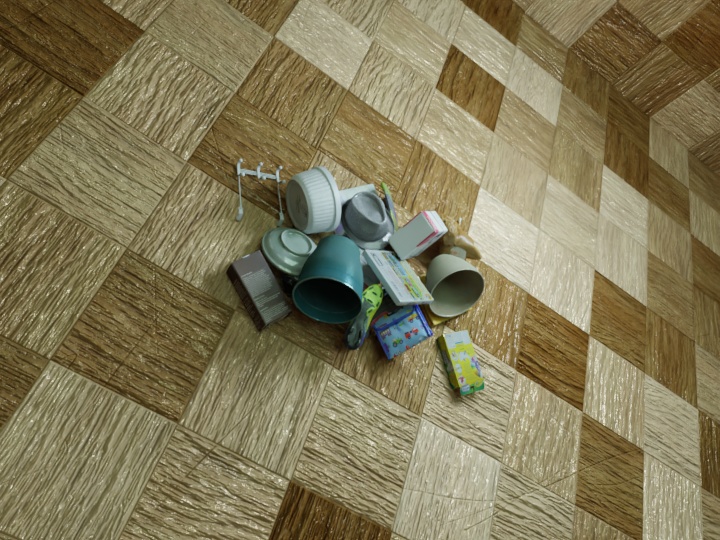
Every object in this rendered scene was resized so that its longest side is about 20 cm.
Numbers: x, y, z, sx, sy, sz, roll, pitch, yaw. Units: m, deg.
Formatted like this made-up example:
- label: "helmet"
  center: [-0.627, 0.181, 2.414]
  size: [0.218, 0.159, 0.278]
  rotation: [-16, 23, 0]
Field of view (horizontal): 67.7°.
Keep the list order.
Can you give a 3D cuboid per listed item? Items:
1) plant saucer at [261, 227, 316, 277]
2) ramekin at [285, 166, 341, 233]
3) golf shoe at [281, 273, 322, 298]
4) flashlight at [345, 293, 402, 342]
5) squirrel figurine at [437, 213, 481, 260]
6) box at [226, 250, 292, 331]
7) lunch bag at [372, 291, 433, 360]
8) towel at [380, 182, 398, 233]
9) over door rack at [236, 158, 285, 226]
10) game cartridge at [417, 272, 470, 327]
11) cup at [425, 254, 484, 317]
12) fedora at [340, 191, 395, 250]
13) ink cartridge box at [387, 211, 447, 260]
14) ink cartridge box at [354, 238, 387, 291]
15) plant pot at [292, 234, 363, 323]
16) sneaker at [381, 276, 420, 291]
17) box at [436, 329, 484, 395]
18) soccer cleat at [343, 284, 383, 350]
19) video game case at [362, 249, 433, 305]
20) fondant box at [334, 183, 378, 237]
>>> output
- label: "plant saucer"
  center: [-0.197, -0.070, 1.607]
  size: [0.196, 0.051, 0.202]
  rotation: [22, 36, -17]
- label: "ramekin"
  center: [-0.152, -0.211, 1.651]
  size: [0.103, 0.200, 0.204]
  rotation: [-16, 76, -29]
- label: "golf shoe"
  center: [-0.148, 0.056, 1.612]
  size: [0.198, 0.077, 0.096]
  rotation: [37, 47, -21]
- label: "flashlight"
  center: [0.046, 0.145, 1.604]
  size: [0.069, 0.199, 0.068]
  rotation: [55, 14, 13]
- label: "squirrel figurine"
  center: [0.323, -0.131, 1.902]
  size: [0.201, 0.139, 0.189]
  rotation: [51, 26, -29]
- label: "box"
  center: [-0.288, 0.058, 1.525]
  size: [0.099, 0.075, 0.203]
  rotation: [-26, 84, -35]
- label: "lunch bag"
  center: [0.112, 0.147, 1.657]
  size: [0.203, 0.148, 0.094]
  rotation: [62, 10, 9]
- label: "towel"
  center: [0.107, -0.187, 1.842]
  size: [0.022, 0.144, 0.205]
  rotation: [-14, 73, 10]
- label: "over door rack"
  center: [-0.306, -0.247, 1.657]
  size: [0.144, 0.067, 0.205]
  rotation: [6, 65, -27]
- label: "game cartridge"
  center: [0.281, 0.085, 1.870]
  size: [0.197, 0.032, 0.180]
  rotation: [-16, 77, -37]
- label: "cup"
  center: [0.293, 0.031, 1.785]
  size: [0.196, 0.203, 0.145]
  rotation: [8, 35, -26]
- label: "fedora"
  center: [0.028, -0.173, 1.702]
  size: [0.174, 0.091, 0.202]
  rotation: [-26, 68, -24]
- label: "ink cartridge box"
  center: [0.189, -0.115, 1.734]
  size: [0.085, 0.144, 0.199]
  rotation: [54, 20, 8]
- label: "ink cartridge box"
  center: [0.000, 0.000, 1.697]
  size: [0.143, 0.084, 0.201]
  rotation: [38, 55, 4]
- label: "plant pot"
  center: [-0.078, 0.012, 1.513]
  size: [0.197, 0.200, 0.191]
  rotation: [25, 49, -17]
- label: "sneaker"
  center: [0.113, 0.065, 1.717]
  size: [0.196, 0.129, 0.081]
  rotation: [-15, 74, -34]
- label: "box"
  center: [0.337, 0.309, 1.788]
  size: [0.115, 0.048, 0.204]
  rotation: [-4, 68, -32]
- label: "soccer cleat"
  center: [0.005, 0.133, 1.550]
  size: [0.064, 0.084, 0.204]
  rotation: [25, 77, -1]
- label: "video game case"
  center: [0.113, 0.020, 1.611]
  size: [0.180, 0.023, 0.202]
  rotation: [2, 47, -50]
- label: "fondant box"
  center: [-0.016, -0.200, 1.809]
  size: [0.197, 0.058, 0.147]
  rotation: [-18, 78, -34]
